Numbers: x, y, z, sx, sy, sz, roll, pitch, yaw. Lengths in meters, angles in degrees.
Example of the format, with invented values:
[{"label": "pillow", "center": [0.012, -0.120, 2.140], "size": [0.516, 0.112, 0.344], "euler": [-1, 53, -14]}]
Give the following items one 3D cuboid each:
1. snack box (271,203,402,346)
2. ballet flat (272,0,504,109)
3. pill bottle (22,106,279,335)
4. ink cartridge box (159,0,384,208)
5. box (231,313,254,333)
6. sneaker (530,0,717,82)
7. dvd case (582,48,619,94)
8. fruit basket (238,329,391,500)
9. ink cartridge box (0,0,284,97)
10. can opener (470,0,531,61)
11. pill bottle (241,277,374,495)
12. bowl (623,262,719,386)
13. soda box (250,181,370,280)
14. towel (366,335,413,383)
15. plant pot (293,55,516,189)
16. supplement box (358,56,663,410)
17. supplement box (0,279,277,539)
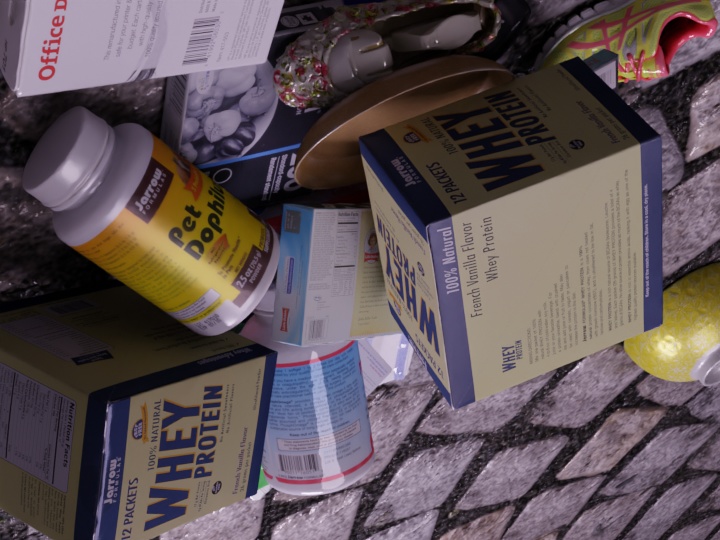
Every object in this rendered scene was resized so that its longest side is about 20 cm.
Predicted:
[{"label": "snack box", "center": [0.000, 0.000, 1.281], "size": [0.199, 0.037, 0.117], "euler": [-3, 101, -55]}, {"label": "ballet flat", "center": [0.026, -0.180, 1.148], "size": [0.199, 0.064, 0.076], "euler": [-25, 113, -17]}, {"label": "pill bottle", "center": [-0.166, -0.041, 1.152], "size": [0.109, 0.110, 0.200], "euler": [-43, 122, 16]}, {"label": "ink cartridge box", "center": [-0.072, -0.135, 1.223], "size": [0.199, 0.044, 0.199], "euler": [-17, 145, -27]}, {"label": "box", "center": [-0.081, 0.071, 1.517], "size": [0.199, 0.036, 0.145], "euler": [-19, 147, -25]}, {"label": "sneaker", "center": [0.250, -0.209, 1.379], "size": [0.199, 0.091, 0.078], "euler": [-36, 152, 8]}, {"label": "dvd case", "center": [0.175, -0.081, 1.298], "size": [0.145, 0.022, 0.201], "euler": [-31, 134, -27]}, {"label": "fruit basket", "center": [-0.086, 0.117, 1.454], "size": [0.200, 0.094, 0.185], "euler": [-47, 132, -5]}, {"label": "ink cartridge box", "center": [-0.150, -0.210, 0.997], "size": [0.199, 0.086, 0.147], "euler": [-11, 143, -31]}, {"label": "can opener", "center": [0.052, -0.180, 1.244], "size": [0.200, 0.079, 0.063], "euler": [-42, 156, 16]}, {"label": "pill bottle", "center": [-0.052, 0.097, 1.346], "size": [0.108, 0.109, 0.202], "euler": [-17, 111, -25]}, {"label": "bowl", "center": [0.476, 0.095, 2.016], "size": [0.199, 0.108, 0.201], "euler": [-24, 149, -15]}, {"label": "soda box", "center": [-0.077, -0.036, 1.317], "size": [0.199, 0.070, 0.064], "euler": [-19, 120, -25]}, {"label": "towel", "center": [-0.026, 0.101, 1.557], "size": [0.199, 0.024, 0.147], "euler": [-19, 147, -22]}, {"label": "plant pot", "center": [0.032, -0.124, 1.191], "size": [0.199, 0.028, 0.200], "euler": [-23, 169, -5]}, {"label": "supplement box", "center": [0.125, -0.030, 1.178], "size": [0.198, 0.135, 0.201], "euler": [-21, 131, -12]}, {"label": "supplement box", "center": [-0.213, 0.115, 1.208], "size": [0.199, 0.199, 0.136], "euler": [-15, 120, -51]}]
